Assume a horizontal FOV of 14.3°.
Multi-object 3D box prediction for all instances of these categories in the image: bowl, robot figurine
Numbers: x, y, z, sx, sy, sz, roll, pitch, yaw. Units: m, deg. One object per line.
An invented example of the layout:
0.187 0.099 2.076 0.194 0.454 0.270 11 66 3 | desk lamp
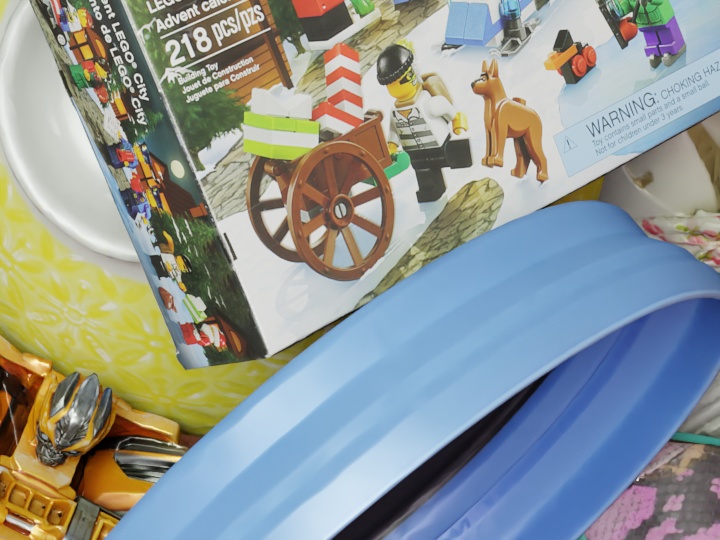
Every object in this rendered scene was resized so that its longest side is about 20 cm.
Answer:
0.003 0.060 0.680 0.201 0.201 0.039 -42 74 4 | bowl
-0.110 0.083 0.770 0.145 0.200 0.058 27 55 -12 | robot figurine
-0.038 -0.047 0.718 0.200 0.108 0.200 1 97 10 | bowl

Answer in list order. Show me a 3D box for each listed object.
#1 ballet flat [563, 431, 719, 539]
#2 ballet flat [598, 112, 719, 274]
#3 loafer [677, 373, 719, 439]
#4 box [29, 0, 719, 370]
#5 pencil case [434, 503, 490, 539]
0.151 0.084 0.801 0.200 0.069 0.071 3 59 -22 | ballet flat
0.117 -0.038 0.774 0.200 0.064 0.076 -8 52 33 | ballet flat
0.138 0.004 0.826 0.200 0.070 0.070 -35 56 10 | loafer
0.017 -0.080 0.659 0.200 0.038 0.137 -29 101 -34 | box
0.000 0.000 0.813 0.086 0.083 0.200 -14 96 -26 | pencil case
